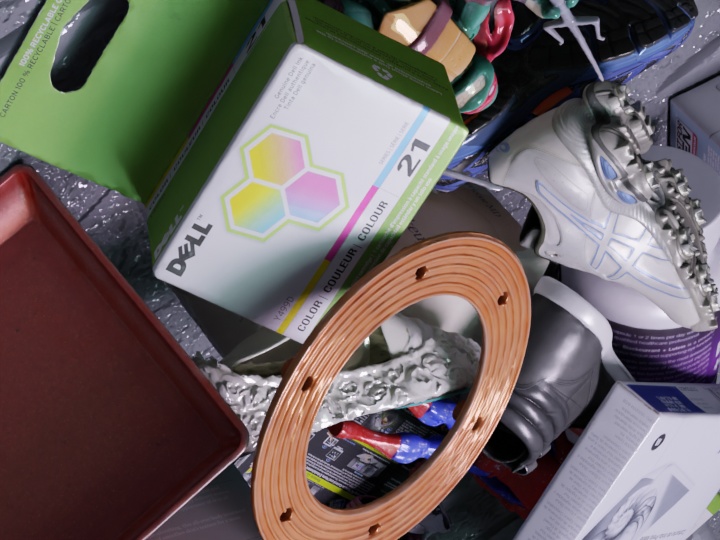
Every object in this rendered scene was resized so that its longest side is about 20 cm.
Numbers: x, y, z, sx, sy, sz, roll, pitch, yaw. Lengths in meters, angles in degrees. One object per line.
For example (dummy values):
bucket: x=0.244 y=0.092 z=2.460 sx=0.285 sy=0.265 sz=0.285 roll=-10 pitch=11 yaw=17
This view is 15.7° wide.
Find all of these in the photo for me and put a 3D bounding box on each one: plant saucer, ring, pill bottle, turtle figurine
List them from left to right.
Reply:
plant saucer: x=-0.183 y=0.082 z=1.340 sx=0.200 sy=0.200 sz=0.037 roll=-42 pitch=162 yaw=2
ring: x=0.015 y=0.066 z=1.356 sx=0.200 sy=0.019 sz=0.201 roll=-31 pitch=139 yaw=-31
turtle figurine: x=0.031 y=-0.121 z=1.388 sx=0.200 sy=0.101 sz=0.150 roll=34 pitch=91 yaw=-39
pill bottle: x=0.180 y=0.020 z=1.660 sx=0.111 sy=0.111 sz=0.200 roll=-23 pitch=141 yaw=-22

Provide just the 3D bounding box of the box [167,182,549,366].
box: x=0.000 y=0.000 z=1.495 sx=0.200 sy=0.095 sz=0.078 roll=-4 pitch=131 yaw=-41

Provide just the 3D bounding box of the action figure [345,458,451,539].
action figure: x=-0.010 y=0.202 z=1.651 sx=0.200 sy=0.149 sz=0.134 roll=-64 pitch=171 yaw=8

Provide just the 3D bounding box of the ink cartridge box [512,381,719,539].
ink cartridge box: x=0.155 y=0.158 z=1.614 sx=0.200 sy=0.041 sz=0.199 roll=-56 pitch=155 yaw=15

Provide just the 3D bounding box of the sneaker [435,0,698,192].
sneaker: x=0.103 y=-0.111 z=1.498 sx=0.200 sy=0.075 sz=0.078 roll=-26 pitch=152 yaw=-5

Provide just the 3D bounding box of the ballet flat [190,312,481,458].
ballet flat: x=-0.011 y=0.052 z=1.411 sx=0.200 sy=0.072 sz=0.072 roll=-15 pitch=138 yaw=-34

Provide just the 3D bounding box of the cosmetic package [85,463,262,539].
cosmetic package: x=-0.132 y=0.123 z=1.418 sx=0.107 sy=0.200 sz=0.090 roll=-12 pitch=135 yaw=-29

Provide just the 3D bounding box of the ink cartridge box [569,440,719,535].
ink cartridge box: x=0.137 y=0.181 z=1.814 sx=0.200 sy=0.076 sz=0.148 roll=-42 pitch=145 yaw=5

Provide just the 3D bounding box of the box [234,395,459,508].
box: x=-0.011 y=0.108 z=1.642 sx=0.160 sy=0.044 sz=0.200 roll=-46 pitch=144 yaw=9

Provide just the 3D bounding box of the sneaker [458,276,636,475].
sneaker: x=0.109 y=0.079 z=1.559 sx=0.099 sy=0.071 sz=0.200 roll=-51 pitch=157 yaw=-7

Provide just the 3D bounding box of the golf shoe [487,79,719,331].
golf shoe: x=0.142 y=-0.028 z=1.506 sx=0.097 sy=0.078 sz=0.200 roll=-19 pitch=134 yaw=19

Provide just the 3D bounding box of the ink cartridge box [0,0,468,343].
ink cartridge box: x=-0.072 y=-0.069 z=1.299 sx=0.200 sy=0.076 sz=0.148 roll=24 pitch=113 yaw=-21

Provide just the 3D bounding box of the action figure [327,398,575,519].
action figure: x=0.066 y=0.093 z=1.615 sx=0.200 sy=0.099 sz=0.065 roll=27 pitch=113 yaw=-28

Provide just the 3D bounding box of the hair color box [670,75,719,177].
hair color box: x=0.288 y=-0.050 z=1.607 sx=0.099 sy=0.200 sz=0.061 roll=-28 pitch=142 yaw=-17
